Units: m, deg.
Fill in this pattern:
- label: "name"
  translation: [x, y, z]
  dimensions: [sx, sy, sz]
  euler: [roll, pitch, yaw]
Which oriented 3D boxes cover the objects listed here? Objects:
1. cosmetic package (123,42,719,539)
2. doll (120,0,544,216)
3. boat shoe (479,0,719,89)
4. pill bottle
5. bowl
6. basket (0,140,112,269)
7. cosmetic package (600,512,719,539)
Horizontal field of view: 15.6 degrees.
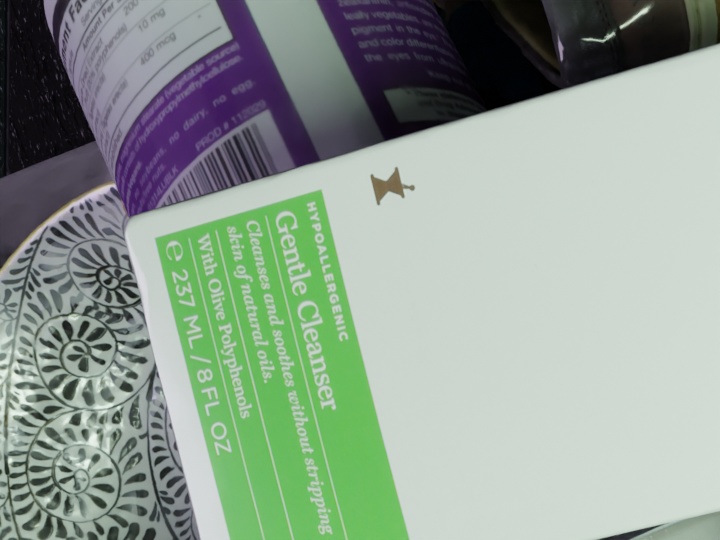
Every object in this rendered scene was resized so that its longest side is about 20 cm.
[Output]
- label: "cosmetic package"
  translation: [0.056, 0.010, 0.638]
  dimensions: [0.085, 0.199, 0.108]
  euler: [-7, -99, -68]
- label: "doll"
  translation: [0.011, -0.037, 0.863]
  dimensions: [0.199, 0.048, 0.137]
  euler: [11, 77, 42]
- label: "boat shoe"
  translation: [0.037, -0.120, 0.778]
  dimensions: [0.201, 0.066, 0.072]
  euler: [52, 153, 42]
- label: "pill bottle"
  translation: [-0.031, -0.063, 0.799]
  dimensions: [0.112, 0.111, 0.201]
  euler: [105, 145, -57]
- label: "bowl"
  translation: [-0.062, 0.071, 0.983]
  dimensions: [0.200, 0.094, 0.202]
  euler: [-13, 70, 37]
- label: "basket"
  translation: [-0.131, 0.041, 1.179]
  dimensions: [0.136, 0.199, 0.124]
  euler: [58, 161, 32]
- label: "cosmetic package"
  translation: [0.098, 0.182, 0.865]
  dimensions: [0.107, 0.090, 0.201]
  euler: [167, 87, -72]
